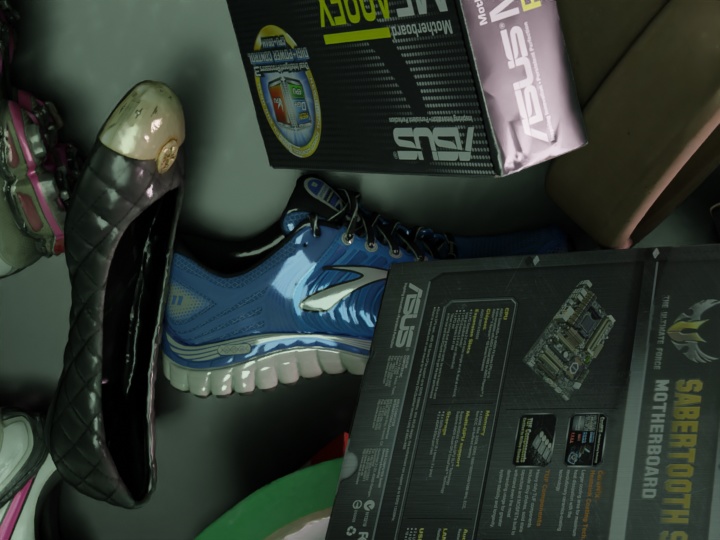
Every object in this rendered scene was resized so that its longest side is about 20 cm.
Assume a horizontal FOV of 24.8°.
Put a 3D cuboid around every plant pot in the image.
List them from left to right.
[{"bbox_3d":[0.112,-0.137,0.677,0.175,0.200,0.200,45,100,10],"label":"plant pot"}]

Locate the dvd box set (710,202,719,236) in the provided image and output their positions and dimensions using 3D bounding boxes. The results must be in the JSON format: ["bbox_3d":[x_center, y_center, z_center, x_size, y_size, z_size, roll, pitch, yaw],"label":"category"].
[{"bbox_3d":[0.263,0.003,0.690,0.199,0.029,0.147,-22,87,-11],"label":"dvd box set"}]

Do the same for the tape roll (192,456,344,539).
[{"bbox_3d":[0.003,0.167,0.656,0.199,0.201,0.048,-16,136,5],"label":"tape roll"}]

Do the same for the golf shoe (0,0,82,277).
[{"bbox_3d":[-0.194,-0.090,0.731,0.091,0.073,0.202,-18,102,6],"label":"golf shoe"}]

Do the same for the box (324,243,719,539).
[{"bbox_3d":[0.070,0.085,0.620,0.157,0.201,0.048,-3,143,23],"label":"box"}]

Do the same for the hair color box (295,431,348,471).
[{"bbox_3d":[0.014,0.194,0.804,0.111,0.064,0.200,-39,100,8],"label":"hair color box"}]

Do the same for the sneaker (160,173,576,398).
[{"bbox_3d":[0.000,0.000,0.752,0.198,0.079,0.090,-9,105,3],"label":"sneaker"}]

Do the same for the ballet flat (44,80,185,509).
[{"bbox_3d":[-0.099,0.012,0.726,0.056,0.066,0.202,25,118,26],"label":"ballet flat"}]

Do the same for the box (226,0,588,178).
[{"bbox_3d":[0.002,-0.122,0.666,0.044,0.200,0.162,-20,104,-25],"label":"box"}]

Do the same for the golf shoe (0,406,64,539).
[{"bbox_3d":[-0.182,0.165,0.796,0.091,0.073,0.202,12,103,-3],"label":"golf shoe"}]
